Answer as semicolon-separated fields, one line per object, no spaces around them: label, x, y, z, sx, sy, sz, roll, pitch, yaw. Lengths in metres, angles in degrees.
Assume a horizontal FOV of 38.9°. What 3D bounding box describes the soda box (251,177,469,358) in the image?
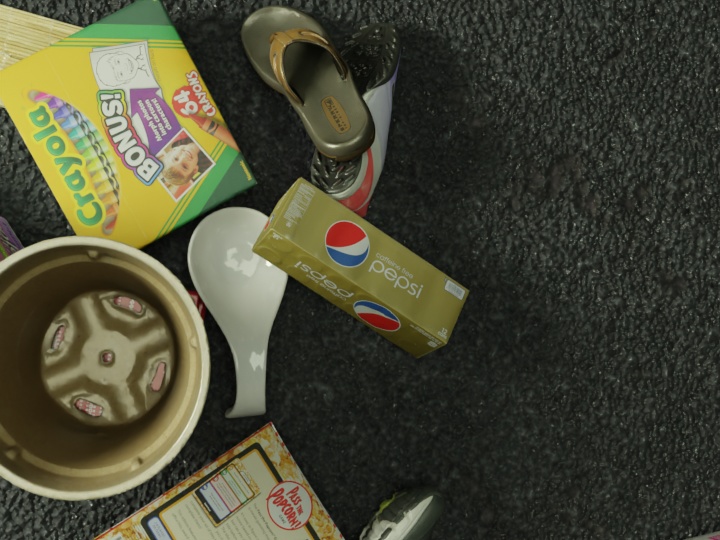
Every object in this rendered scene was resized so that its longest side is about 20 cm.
soda box;0.000;0.000;0.969;0.199;0.068;0.064;34;63;-11

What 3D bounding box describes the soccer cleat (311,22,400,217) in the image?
soccer cleat;0.002;-0.150;1.008;0.067;0.073;0.202;4;67;22

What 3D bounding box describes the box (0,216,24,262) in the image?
box;-0.383;0.029;0.855;0.175;0.200;0.097;-35;85;-2

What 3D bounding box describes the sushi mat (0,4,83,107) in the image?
sushi mat;-0.346;-0.207;0.983;0.197;0.012;0.097;15;83;-7

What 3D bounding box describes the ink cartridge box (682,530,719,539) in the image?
ink cartridge box;0.378;0.346;1.011;0.197;0.075;0.167;-11;86;-7

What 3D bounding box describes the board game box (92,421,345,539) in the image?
board game box;-0.125;0.257;0.926;0.199;0.046;0.152;-30;82;-26

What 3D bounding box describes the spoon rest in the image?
spoon rest;-0.111;0.040;0.972;0.098;0.061;0.203;-4;88;-17

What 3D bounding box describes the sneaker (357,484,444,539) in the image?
sneaker;0.026;0.298;0.976;0.084;0.074;0.201;36;91;-10

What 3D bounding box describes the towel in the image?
towel;-0.254;0.079;0.972;0.197;0.022;0.147;9;85;-6

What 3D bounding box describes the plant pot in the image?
plant pot;-0.227;0.078;0.871;0.197;0.183;0.204;0;88;-8

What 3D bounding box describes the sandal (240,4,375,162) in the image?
sandal;-0.053;-0.187;0.966;0.081;0.055;0.201;-30;62;2

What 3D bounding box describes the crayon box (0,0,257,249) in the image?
crayon box;-0.220;-0.128;0.963;0.171;0.058;0.202;-30;97;-10
